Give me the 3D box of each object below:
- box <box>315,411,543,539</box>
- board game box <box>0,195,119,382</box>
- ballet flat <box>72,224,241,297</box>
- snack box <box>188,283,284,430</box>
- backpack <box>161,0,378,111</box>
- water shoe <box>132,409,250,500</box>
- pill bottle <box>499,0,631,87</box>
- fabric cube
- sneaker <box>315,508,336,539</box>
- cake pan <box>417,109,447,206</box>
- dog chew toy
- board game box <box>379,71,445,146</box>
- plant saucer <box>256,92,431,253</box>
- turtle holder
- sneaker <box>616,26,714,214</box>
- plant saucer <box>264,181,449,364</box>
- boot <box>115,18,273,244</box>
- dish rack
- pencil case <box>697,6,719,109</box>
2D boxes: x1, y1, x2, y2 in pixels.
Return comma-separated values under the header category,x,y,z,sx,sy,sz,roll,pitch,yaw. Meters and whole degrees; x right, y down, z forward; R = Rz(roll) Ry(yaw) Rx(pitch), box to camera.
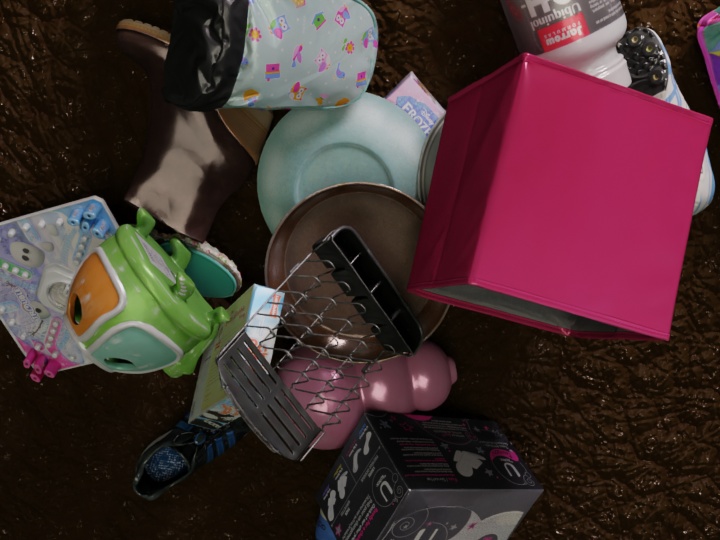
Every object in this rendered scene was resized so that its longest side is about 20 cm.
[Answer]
category,x,y,z,sx,sy,sz,roll,pitch,yaw
box,0.075,0.245,1.130,0.198,0.115,0.133,10,120,-36
board game box,-0.328,0.029,1.148,0.197,0.026,0.202,-13,123,18
ballet flat,-0.223,-0.022,1.150,0.197,0.064,0.076,13,127,1
snack box,-0.134,0.096,1.096,0.037,0.200,0.118,16,70,-17
backpack,-0.083,-0.224,1.017,0.198,0.126,0.169,-5,121,-39
water shoe,-0.183,0.197,1.206,0.200,0.079,0.072,-43,100,14
pill bottle,0.198,-0.265,1.027,0.109,0.111,0.202,-22,104,10
fabric cube,0.175,-0.056,0.962,0.193,0.200,0.203,14,84,-13
sneaker,0.038,0.344,1.234,0.197,0.077,0.113,15,101,4
cake pan,0.157,-0.092,1.079,0.197,0.037,0.204,0,90,-14
dog chew toy,0.009,0.127,1.155,0.196,0.125,0.127,-10,106,-1
board game box,0.049,-0.072,1.130,0.199,0.041,0.200,-42,100,14
plant saucer,-0.014,-0.085,1.089,0.197,0.039,0.205,1,106,4
turtle holder,-0.221,0.037,1.064,0.131,0.186,0.142,-38,81,0
sneaker,0.316,-0.155,1.084,0.071,0.072,0.203,-16,94,38
plant saucer,0.000,0.000,1.078,0.197,0.035,0.203,1,113,3
boot,-0.203,-0.146,1.085,0.199,0.072,0.168,34,82,-14
dish rack,-0.041,0.075,1.006,0.200,0.054,0.154,-48,112,-30
pencil case,0.403,-0.175,1.056,0.087,0.088,0.203,-17,103,9
